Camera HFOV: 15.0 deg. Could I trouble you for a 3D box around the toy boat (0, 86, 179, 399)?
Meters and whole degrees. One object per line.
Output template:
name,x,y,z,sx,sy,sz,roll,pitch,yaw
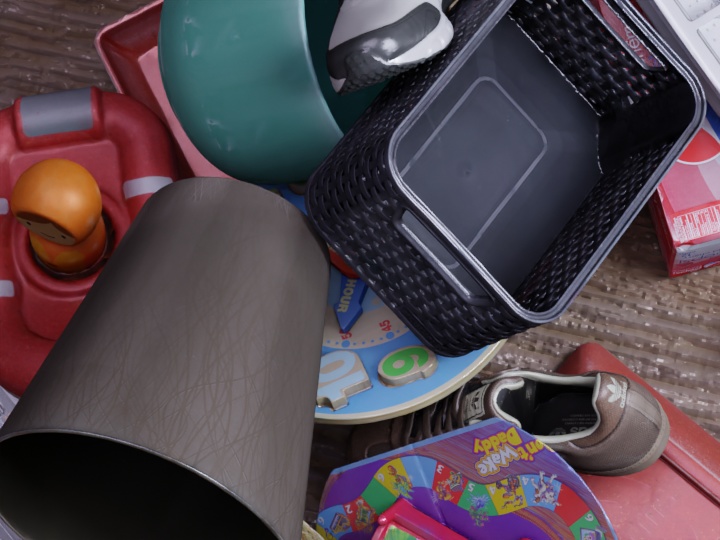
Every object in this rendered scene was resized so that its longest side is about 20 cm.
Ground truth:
toy boat,-0.169,-0.022,1.581,0.130,0.131,0.200,-9,70,1

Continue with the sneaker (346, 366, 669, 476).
sneaker,0.073,0.081,1.557,0.200,0.076,0.071,-8,58,26

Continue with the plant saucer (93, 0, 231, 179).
plant saucer,-0.033,-0.101,1.675,0.199,0.037,0.200,-27,76,0

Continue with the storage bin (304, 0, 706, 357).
storage bin,0.081,-0.066,1.514,0.135,0.094,0.200,46,59,-12

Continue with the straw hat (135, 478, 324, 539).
straw hat,-0.096,0.192,1.583,0.201,0.085,0.201,-3,111,-8

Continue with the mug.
mug,-0.045,-0.139,1.592,0.114,0.152,0.185,-10,50,27

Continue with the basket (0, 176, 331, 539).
basket,-0.093,0.058,1.468,0.180,0.136,0.200,30,49,-17

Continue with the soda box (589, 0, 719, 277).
soda box,0.187,-0.103,1.630,0.063,0.070,0.200,-15,75,0

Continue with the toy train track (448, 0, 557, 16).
toy train track,0.023,-0.174,1.649,0.200,0.033,0.115,4,78,9

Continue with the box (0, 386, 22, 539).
box,-0.229,0.106,1.646,0.158,0.048,0.200,-41,76,-5

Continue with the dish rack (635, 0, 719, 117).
dish rack,0.240,-0.171,1.607,0.200,0.044,0.172,-33,86,-33

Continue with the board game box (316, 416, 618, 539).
board game box,0.051,0.174,1.531,0.200,0.039,0.158,-20,96,34

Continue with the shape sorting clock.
shape sorting clock,0.000,0.000,1.586,0.200,0.039,0.200,-8,57,13

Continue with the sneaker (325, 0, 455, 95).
sneaker,0.013,-0.164,1.519,0.074,0.200,0.080,-18,114,21

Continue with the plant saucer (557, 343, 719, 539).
plant saucer,0.144,0.173,1.584,0.200,0.037,0.200,40,84,14
